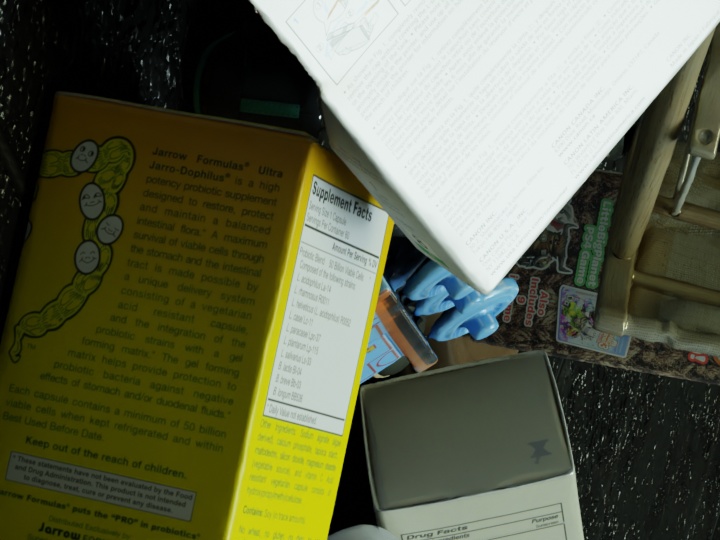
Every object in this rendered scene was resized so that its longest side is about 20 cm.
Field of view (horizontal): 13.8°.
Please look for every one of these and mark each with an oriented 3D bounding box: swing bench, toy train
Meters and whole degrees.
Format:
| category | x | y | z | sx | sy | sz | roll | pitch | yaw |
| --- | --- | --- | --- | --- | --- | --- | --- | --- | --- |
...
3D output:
| category | x | y | z | sx | sy | sz | roll | pitch | yaw |
| --- | --- | --- | --- | --- | --- | --- | --- | --- | --- |
| swing bench | 0.229 | -0.053 | 1.384 | 0.130 | 0.198 | 0.201 | -74 | 179 | -62 |
| toy train | 0.000 | 0.000 | 1.289 | 0.087 | 0.114 | 0.200 | 59 | 1 | 13 |

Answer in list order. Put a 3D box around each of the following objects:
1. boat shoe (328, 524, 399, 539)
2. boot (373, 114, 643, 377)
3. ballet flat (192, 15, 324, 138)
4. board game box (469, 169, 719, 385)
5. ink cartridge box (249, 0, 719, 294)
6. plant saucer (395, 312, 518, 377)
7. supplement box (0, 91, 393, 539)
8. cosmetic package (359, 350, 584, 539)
| category | x | y | z | sx | sy | sz | roll | pitch | yaw |
| --- | --- | --- | --- | --- | --- | --- | --- | --- | --- |
| boat shoe | 0.008 | 0.209 | 1.440 | 0.073 | 0.068 | 0.200 | -17 | 134 | -19 |
| boot | 0.063 | -0.040 | 1.399 | 0.077 | 0.137 | 0.202 | -17 | 115 | -67 |
| ballet flat | -0.004 | -0.097 | 1.293 | 0.200 | 0.073 | 0.074 | -44 | 139 | -59 |
| board game box | 0.179 | 0.004 | 1.563 | 0.159 | 0.199 | 0.098 | 0 | 99 | -69 |
| ink cartridge box | 0.040 | -0.110 | 1.057 | 0.161 | 0.050 | 0.200 | -49 | 133 | -8 |
| plant saucer | 0.063 | -0.019 | 1.569 | 0.200 | 0.029 | 0.202 | 9 | 90 | -69 |
| supplement box | -0.069 | 0.046 | 1.123 | 0.109 | 0.109 | 0.201 | 25 | 77 | -69 |
| cosmetic package | 0.064 | 0.145 | 1.511 | 0.201 | 0.103 | 0.088 | 80 | 0 | -45 |
